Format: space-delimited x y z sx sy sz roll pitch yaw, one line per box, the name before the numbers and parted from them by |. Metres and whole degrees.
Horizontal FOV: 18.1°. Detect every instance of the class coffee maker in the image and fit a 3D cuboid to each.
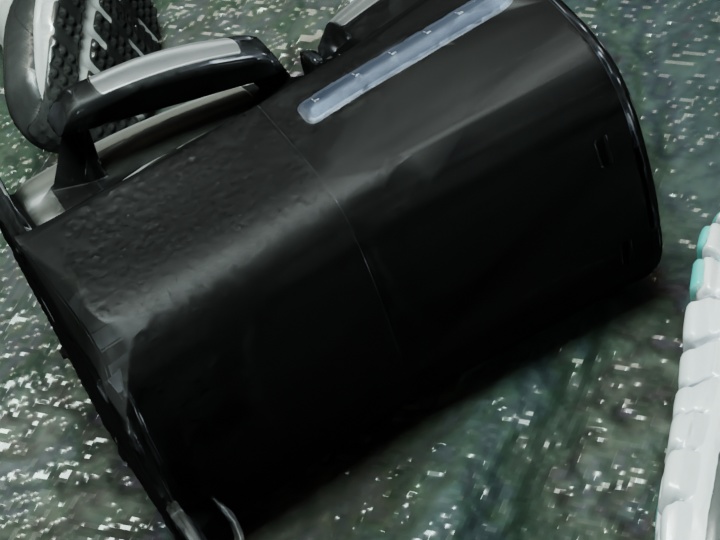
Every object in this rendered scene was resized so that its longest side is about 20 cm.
coffee maker | 0.000 0.000 0.766 0.200 0.135 0.192 -30 69 -9

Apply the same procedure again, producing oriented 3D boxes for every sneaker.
sneaker | -0.131 -0.113 0.948 0.080 0.074 0.200 -22 39 17
sneaker | 0.139 0.060 0.687 0.091 0.078 0.200 3 51 15
